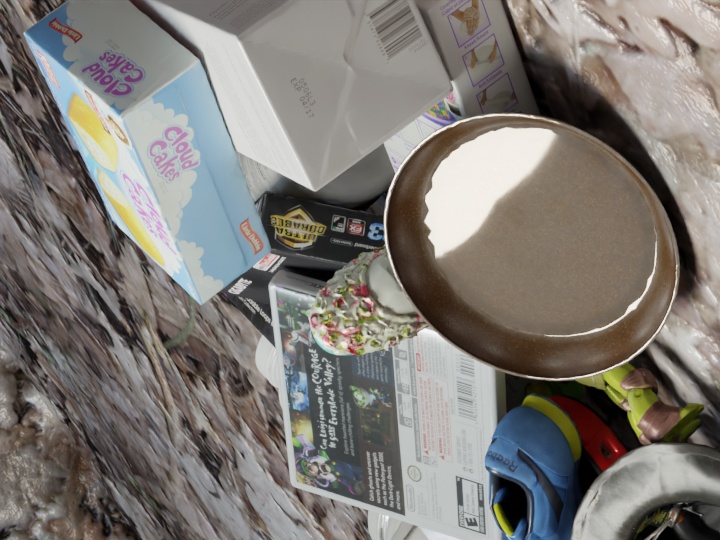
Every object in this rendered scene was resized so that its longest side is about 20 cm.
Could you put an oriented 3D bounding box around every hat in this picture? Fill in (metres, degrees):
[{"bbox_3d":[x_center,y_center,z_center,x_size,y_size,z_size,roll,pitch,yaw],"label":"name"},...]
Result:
[{"bbox_3d":[0.248,0.194,1.637,0.199,0.081,0.202,11,114,26],"label":"hat"}]

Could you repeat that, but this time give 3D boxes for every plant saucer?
[{"bbox_3d":[0.113,-0.020,1.558,0.198,0.032,0.202,11,126,16],"label":"plant saucer"}]

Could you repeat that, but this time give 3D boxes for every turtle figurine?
[{"bbox_3d":[0.164,0.055,1.650,0.161,0.064,0.200,48,161,19],"label":"turtle figurine"}]

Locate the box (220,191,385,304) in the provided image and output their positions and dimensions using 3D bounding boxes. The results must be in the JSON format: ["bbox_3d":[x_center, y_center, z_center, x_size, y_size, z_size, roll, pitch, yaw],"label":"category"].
[{"bbox_3d":[0.000,0.000,1.805,0.197,0.050,0.200,11,167,-12],"label":"box"}]

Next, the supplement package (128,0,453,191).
[{"bbox_3d":[-0.055,-0.154,1.554,0.200,0.119,0.122,29,151,55],"label":"supplement package"}]

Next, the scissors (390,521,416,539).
[{"bbox_3d":[0.053,0.189,1.935,0.014,0.201,0.073,26,179,-43],"label":"scissors"}]

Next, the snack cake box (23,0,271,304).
[{"bbox_3d":[-0.138,-0.084,1.598,0.115,0.067,0.201,42,162,36],"label":"snack cake box"}]

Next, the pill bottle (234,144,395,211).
[{"bbox_3d":[-0.036,-0.085,1.825,0.115,0.114,0.200,54,163,1],"label":"pill bottle"}]

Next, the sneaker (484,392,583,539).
[{"bbox_3d":[0.123,0.176,1.700,0.066,0.078,0.201,24,148,34],"label":"sneaker"}]

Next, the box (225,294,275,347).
[{"bbox_3d":[-0.020,0.035,1.947,0.200,0.142,0.036,42,123,46],"label":"box"}]

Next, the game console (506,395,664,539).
[{"bbox_3d":[0.168,0.180,1.761,0.200,0.031,0.177,51,154,-9],"label":"game console"}]

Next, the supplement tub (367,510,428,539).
[{"bbox_3d":[0.111,0.231,1.976,0.200,0.144,0.145,35,154,46],"label":"supplement tub"}]

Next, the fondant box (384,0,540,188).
[{"bbox_3d":[0.055,-0.126,1.613,0.144,0.058,0.201,33,153,50],"label":"fondant box"}]

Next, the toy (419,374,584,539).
[{"bbox_3d":[0.106,0.137,1.853,0.115,0.047,0.200,48,130,7],"label":"toy"}]

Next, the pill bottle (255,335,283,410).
[{"bbox_3d":[-0.002,0.116,2.112,0.200,0.108,0.109,41,158,34],"label":"pill bottle"}]

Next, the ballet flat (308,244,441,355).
[{"bbox_3d":[0.051,-0.001,1.653,0.076,0.199,0.064,56,143,16],"label":"ballet flat"}]

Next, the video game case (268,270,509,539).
[{"bbox_3d":[0.023,0.103,1.751,0.181,0.023,0.201,15,132,23],"label":"video game case"}]
